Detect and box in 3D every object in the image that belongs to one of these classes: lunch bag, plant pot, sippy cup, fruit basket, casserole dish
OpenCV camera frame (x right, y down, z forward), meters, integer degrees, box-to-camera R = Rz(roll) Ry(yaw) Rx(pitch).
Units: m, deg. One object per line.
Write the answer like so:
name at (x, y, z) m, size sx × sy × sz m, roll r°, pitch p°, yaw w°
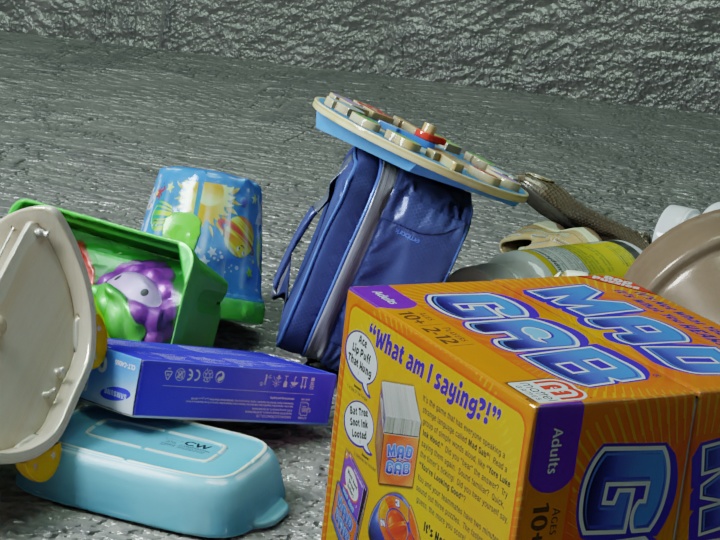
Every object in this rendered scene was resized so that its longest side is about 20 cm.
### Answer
lunch bag at (0.000, 0.000, 1.390) m, size 0.132 × 0.201 × 0.136 m, roll 24°, pitch 12°, yaw -3°
plant pot at (0.319, 0.076, 1.289) m, size 0.199 × 0.201 × 0.175 m, roll 2°, pitch 33°, yaw -14°
sippy cup at (-0.146, -0.024, 1.473) m, size 0.139 × 0.131 × 0.178 m, roll 9°, pitch -1°, yaw -30°
fruit basket at (-0.234, 0.032, 1.293) m, size 0.214 × 0.157 × 0.216 m, roll 15°, pitch -1°, yaw 0°
casserole dish at (-0.143, 0.134, 1.120) m, size 0.199 × 0.039 × 0.121 m, roll 12°, pitch 16°, yaw 17°

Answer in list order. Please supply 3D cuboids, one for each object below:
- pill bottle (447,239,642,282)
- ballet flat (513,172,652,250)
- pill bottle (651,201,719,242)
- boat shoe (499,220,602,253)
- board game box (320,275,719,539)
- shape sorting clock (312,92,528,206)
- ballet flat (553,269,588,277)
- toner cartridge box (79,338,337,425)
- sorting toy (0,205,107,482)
pill bottle at (0.172, 0.036, 1.465) m, size 0.199 × 0.115 × 0.114 m, roll -7°, pitch 19°, yaw -38°
ballet flat at (0.258, -0.060, 1.833) m, size 0.199 × 0.047 × 0.067 m, roll 32°, pitch -3°, yaw -10°
pill bottle at (0.422, -0.012, 1.750) m, size 0.199 × 0.112 × 0.111 m, roll 15°, pitch 17°, yaw 31°
boat shoe at (0.207, -0.010, 1.768) m, size 0.076 × 0.072 × 0.200 m, roll -9°, pitch 8°, yaw -14°
board game box at (0.113, 0.129, 0.914) m, size 0.199 × 0.201 × 0.200 m, roll -2°, pitch 17°, yaw -28°
shape sorting clock at (0.052, -0.105, 1.366) m, size 0.199 × 0.039 × 0.200 m, roll 21°, pitch 7°, yaw -3°
ballet flat at (0.160, 0.036, 1.224) m, size 0.066 × 0.068 × 0.200 m, roll 5°, pitch 13°, yaw 7°
toner cartridge box at (-0.120, 0.084, 1.215) m, size 0.095 × 0.043 × 0.199 m, roll 11°, pitch 2°, yaw 43°
sorting toy at (-0.285, 0.073, 1.113) m, size 0.179 × 0.107 × 0.201 m, roll -11°, pitch 42°, yaw 30°
